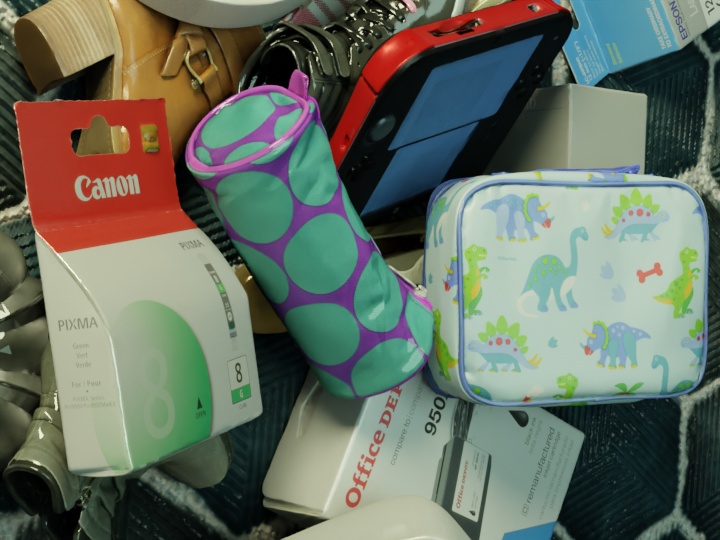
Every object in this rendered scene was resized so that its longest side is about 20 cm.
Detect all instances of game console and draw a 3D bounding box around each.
[{"bbox_3d":[0.051,-0.100,1.055,0.199,0.178,0.031,-22,58,-43],"label":"game console"}]

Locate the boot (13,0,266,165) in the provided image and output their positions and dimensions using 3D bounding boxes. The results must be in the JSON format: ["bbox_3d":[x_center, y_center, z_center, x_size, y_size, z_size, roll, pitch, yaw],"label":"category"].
[{"bbox_3d":[-0.117,-0.101,1.003,0.154,0.073,0.202,-30,109,-35],"label":"boot"}]

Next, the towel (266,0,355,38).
[{"bbox_3d":[0.005,-0.150,1.119,0.146,0.030,0.201,46,68,-26],"label":"towel"}]

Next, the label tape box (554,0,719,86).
[{"bbox_3d":[0.233,-0.253,1.256,0.199,0.066,0.144,-37,110,-31],"label":"label tape box"}]

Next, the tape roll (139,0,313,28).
[{"bbox_3d":[-0.096,-0.252,0.993,0.201,0.037,0.205,9,68,-24],"label":"tape roll"}]

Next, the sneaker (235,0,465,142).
[{"bbox_3d":[-0.004,-0.148,1.012,0.201,0.071,0.099,-53,154,-1],"label":"sneaker"}]

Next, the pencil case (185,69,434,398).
[{"bbox_3d":[-0.027,-0.018,0.975,0.092,0.085,0.201,-36,123,-8],"label":"pencil case"}]

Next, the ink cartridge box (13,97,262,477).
[{"bbox_3d":[-0.120,0.001,0.885,0.161,0.050,0.203,-16,101,-66],"label":"ink cartridge box"}]

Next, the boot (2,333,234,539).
[{"bbox_3d":[-0.148,0.119,0.935,0.200,0.067,0.132,57,37,-50],"label":"boot"}]

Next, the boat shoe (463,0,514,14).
[{"bbox_3d":[0.052,-0.173,1.096,0.074,0.076,0.200,41,78,7],"label":"boat shoe"}]

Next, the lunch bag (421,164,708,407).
[{"bbox_3d":[0.140,0.010,1.063,0.198,0.082,0.163,-1,91,-21],"label":"lunch bag"}]

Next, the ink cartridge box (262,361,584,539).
[{"bbox_3d":[0.048,0.141,1.111,0.199,0.084,0.146,31,72,-30],"label":"ink cartridge box"}]

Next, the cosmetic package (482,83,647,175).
[{"bbox_3d":[0.150,-0.035,1.172,0.089,0.106,0.203,0,88,-34],"label":"cosmetic package"}]

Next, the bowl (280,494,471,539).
[{"bbox_3d":[0.002,0.231,1.028,0.198,0.075,0.201,-24,130,10],"label":"bowl"}]

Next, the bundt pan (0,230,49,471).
[{"bbox_3d":[-0.259,0.049,0.899,0.200,0.075,0.205,1,89,-36],"label":"bundt pan"}]

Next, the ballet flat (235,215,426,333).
[{"bbox_3d":[0.000,0.000,1.087,0.199,0.063,0.069,-18,111,-34],"label":"ballet flat"}]
